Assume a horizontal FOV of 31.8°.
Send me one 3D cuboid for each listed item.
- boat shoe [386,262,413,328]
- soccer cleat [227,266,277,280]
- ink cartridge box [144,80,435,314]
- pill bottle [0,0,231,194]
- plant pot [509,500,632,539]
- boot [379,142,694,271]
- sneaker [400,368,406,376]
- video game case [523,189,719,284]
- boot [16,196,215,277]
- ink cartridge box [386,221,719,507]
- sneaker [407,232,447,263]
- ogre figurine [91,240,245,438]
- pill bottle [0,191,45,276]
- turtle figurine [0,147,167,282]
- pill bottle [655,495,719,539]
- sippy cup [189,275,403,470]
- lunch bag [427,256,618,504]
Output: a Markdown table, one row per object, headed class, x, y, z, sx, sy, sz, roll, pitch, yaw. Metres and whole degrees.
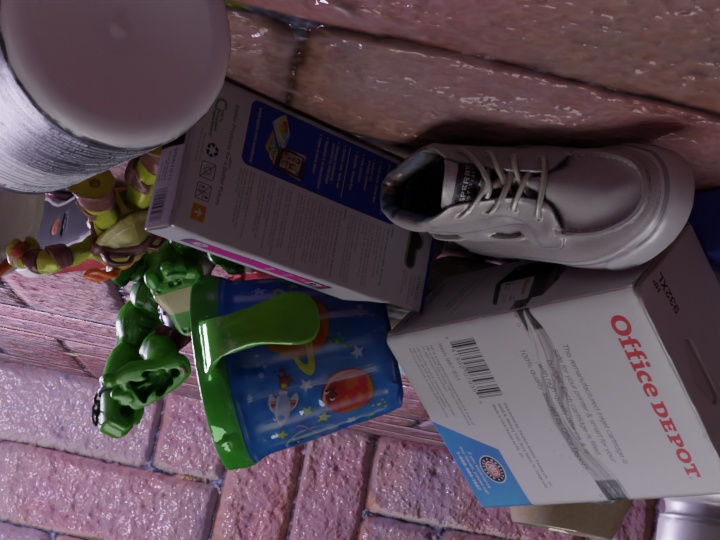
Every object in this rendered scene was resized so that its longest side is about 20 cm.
| class | x | y | z | sx | sy | sz | roll | pitch | yaw |
| --- | --- | --- | --- | --- | --- | --- | --- | --- | --- |
| boat shoe | 0.000 | 0.000 | 1.023 | 0.072 | 0.065 | 0.200 | 15 | -174 | -22 |
| soccer cleat | -0.067 | -0.016 | 1.026 | 0.076 | 0.067 | 0.200 | -7 | 175 | -13 |
| ink cartridge box | -0.034 | -0.042 | 0.781 | 0.200 | 0.095 | 0.037 | 20 | 164 | -36 |
| pill bottle | -0.150 | -0.095 | 0.615 | 0.106 | 0.106 | 0.200 | 18 | 167 | -29 |
| plant pot | 0.204 | 0.144 | 1.181 | 0.187 | 0.200 | 0.187 | 10 | 168 | 2 |
| boot | 0.090 | -0.040 | 0.728 | 0.095 | 0.074 | 0.200 | 10 | 171 | -29 |
| sneaker | 0.041 | 0.067 | 1.211 | 0.200 | 0.074 | 0.082 | 39 | 154 | -16 |
| video game case | 0.243 | -0.001 | 0.845 | 0.181 | 0.046 | 0.200 | 21 | 165 | -36 |
| boot | -0.215 | -0.014 | 1.124 | 0.144 | 0.073 | 0.200 | 22 | 160 | -35 |
| ink cartridge box | 0.138 | 0.066 | 0.801 | 0.200 | 0.084 | 0.145 | -14 | 110 | 46 |
| sneaker | -0.026 | -0.028 | 0.871 | 0.200 | 0.082 | 0.073 | 17 | 165 | -33 |
| ogre figurine | -0.152 | 0.027 | 0.994 | 0.098 | 0.200 | 0.120 | 7 | -153 | -14 |
| pill bottle | -0.345 | -0.063 | 0.928 | 0.200 | 0.112 | 0.112 | 9 | 168 | 10 |
| turtle figurine | -0.172 | -0.033 | 0.859 | 0.200 | 0.064 | 0.161 | -21 | 161 | -18 |
| pill bottle | 0.296 | 0.130 | 1.029 | 0.113 | 0.200 | 0.113 | 11 | 168 | 2 |
| sippy cup | -0.040 | 0.061 | 0.881 | 0.130 | 0.140 | 0.178 | -11 | -163 | 1 |
| lunch bag | 0.137 | 0.071 | 1.000 | 0.168 | 0.139 | 0.200 | 50 | 163 | -31 |
